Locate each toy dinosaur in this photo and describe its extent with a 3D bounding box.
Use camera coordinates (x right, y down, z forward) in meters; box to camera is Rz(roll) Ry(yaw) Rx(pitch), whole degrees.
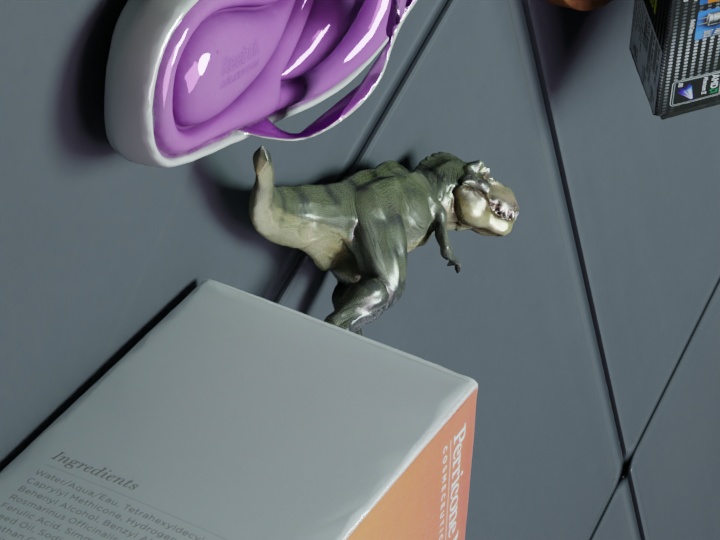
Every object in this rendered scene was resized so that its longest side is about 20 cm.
[{"bbox_3d":[0.000,0.000,0.895,0.200,0.047,0.088,-4,98,-65],"label":"toy dinosaur"}]

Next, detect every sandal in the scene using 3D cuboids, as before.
[{"bbox_3d":[-0.012,-0.078,0.795,0.203,0.050,0.083,-41,144,-50],"label":"sandal"}]

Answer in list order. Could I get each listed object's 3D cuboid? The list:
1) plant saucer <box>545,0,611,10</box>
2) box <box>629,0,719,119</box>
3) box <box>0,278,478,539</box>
[{"bbox_3d":[0.118,-0.202,1.015,0.200,0.032,0.201,-48,149,-41],"label":"plant saucer"},{"bbox_3d":[0.209,-0.150,1.000,0.200,0.193,0.048,87,-11,-62],"label":"box"},{"bbox_3d":[-0.057,0.126,0.787,0.200,0.106,0.153,-46,147,-45],"label":"box"}]
